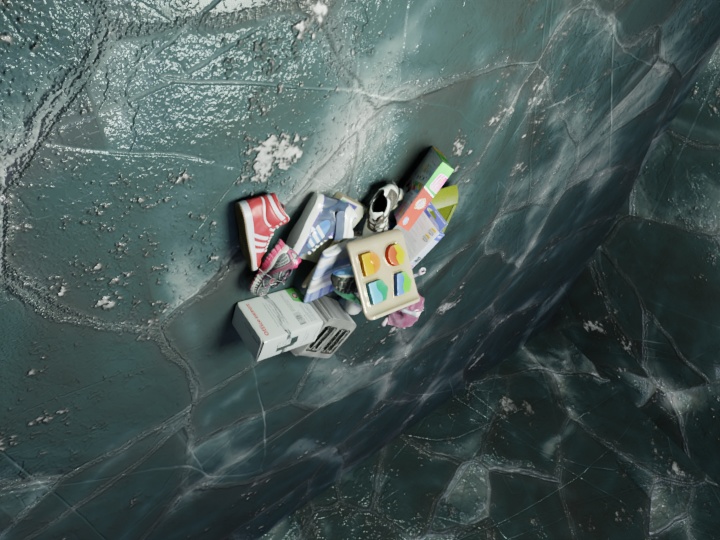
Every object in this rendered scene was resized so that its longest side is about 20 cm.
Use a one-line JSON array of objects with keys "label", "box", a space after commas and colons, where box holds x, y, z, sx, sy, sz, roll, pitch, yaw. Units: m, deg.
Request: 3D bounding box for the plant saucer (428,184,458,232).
[{"label": "plant saucer", "box": [0.210, -0.147, 1.743, 0.198, 0.048, 0.202, -20, 142, -41]}]

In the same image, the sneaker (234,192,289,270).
[{"label": "sneaker", "box": [-0.219, -0.089, 1.323, 0.111, 0.071, 0.202, -25, 145, -24]}]

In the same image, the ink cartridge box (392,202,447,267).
[{"label": "ink cartridge box", "box": [0.152, -0.097, 1.621, 0.042, 0.120, 0.200, 9, 130, -51]}]

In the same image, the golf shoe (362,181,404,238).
[{"label": "golf shoe", "box": [0.039, -0.142, 1.549, 0.094, 0.077, 0.203, -18, 134, -56]}]

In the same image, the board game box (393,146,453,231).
[{"label": "board game box", "box": [0.162, -0.223, 1.565, 0.040, 0.154, 0.201, 30, 111, -17]}]

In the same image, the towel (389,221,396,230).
[{"label": "towel", "box": [0.044, -0.056, 1.734, 0.111, 0.049, 0.202, -2, 132, -50]}]

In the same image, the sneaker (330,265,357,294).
[{"label": "sneaker", "box": [0.000, 0.000, 1.555, 0.197, 0.091, 0.079, -10, 151, -35]}]

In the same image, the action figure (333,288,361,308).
[{"label": "action figure", "box": [0.019, 0.074, 1.662, 0.118, 0.055, 0.200, -39, 135, 3]}]

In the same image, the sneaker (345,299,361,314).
[{"label": "sneaker", "box": [-0.009, 0.042, 1.704, 0.079, 0.077, 0.203, 6, 122, -34]}]

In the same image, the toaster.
[{"label": "toaster", "box": [-0.125, 0.167, 1.746, 0.201, 0.119, 0.180, -49, 152, 10]}]

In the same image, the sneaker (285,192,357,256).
[{"label": "sneaker", "box": [-0.089, -0.084, 1.438, 0.144, 0.081, 0.202, 21, 111, -27]}]

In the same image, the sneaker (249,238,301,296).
[{"label": "sneaker", "box": [-0.212, 0.011, 1.413, 0.200, 0.074, 0.081, -49, -170, 50]}]

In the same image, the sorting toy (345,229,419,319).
[{"label": "sorting toy", "box": [0.065, 0.006, 1.501, 0.183, 0.204, 0.036, -18, -179, -34]}]

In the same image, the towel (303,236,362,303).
[{"label": "towel", "box": [-0.074, 0.000, 1.557, 0.146, 0.024, 0.202, -25, 152, -42]}]

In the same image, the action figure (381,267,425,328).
[{"label": "action figure", "box": [0.115, 0.068, 1.644, 0.201, 0.146, 0.136, 61, 40, -49]}]

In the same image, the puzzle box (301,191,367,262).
[{"label": "puzzle box", "box": [-0.078, -0.107, 1.530, 0.201, 0.025, 0.132, -51, 151, 13]}]

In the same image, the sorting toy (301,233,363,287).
[{"label": "sorting toy", "box": [-0.061, -0.024, 1.611, 0.186, 0.036, 0.199, -53, 163, 19]}]

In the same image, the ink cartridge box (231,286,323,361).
[{"label": "ink cartridge box", "box": [-0.223, 0.139, 1.551, 0.198, 0.147, 0.084, -14, 143, -41]}]
